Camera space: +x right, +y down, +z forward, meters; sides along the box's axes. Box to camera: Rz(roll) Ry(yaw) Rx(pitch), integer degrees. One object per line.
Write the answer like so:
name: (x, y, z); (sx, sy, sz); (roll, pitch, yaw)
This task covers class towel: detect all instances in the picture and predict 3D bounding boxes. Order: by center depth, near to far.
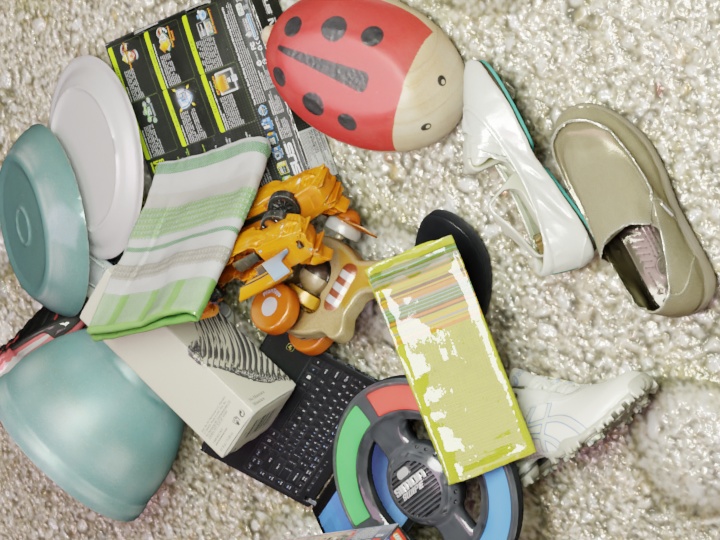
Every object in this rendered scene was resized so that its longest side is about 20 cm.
towel: (0.076, 0.076, 1.456); (0.086, 0.018, 0.201); (-23, 84, 19)
towel: (-0.165, -0.031, 1.541); (0.149, 0.201, 0.031); (-14, 133, 40)

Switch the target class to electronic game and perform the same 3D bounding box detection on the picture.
electronic game: (0.057, 0.190, 1.521); (0.199, 0.042, 0.202); (13, 112, 34)

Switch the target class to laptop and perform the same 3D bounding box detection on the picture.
laptop: (-0.043, 0.184, 1.621); (0.199, 0.104, 0.178); (29, 122, -6)

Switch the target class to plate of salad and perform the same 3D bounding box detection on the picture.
plate of salad: (-0.256, -0.112, 1.686); (0.199, 0.048, 0.202); (15, 109, 51)

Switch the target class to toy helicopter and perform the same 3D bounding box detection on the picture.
toy helicopter: (0.000, 0.000, 1.535); (0.199, 0.079, 0.133); (-4, 68, 34)

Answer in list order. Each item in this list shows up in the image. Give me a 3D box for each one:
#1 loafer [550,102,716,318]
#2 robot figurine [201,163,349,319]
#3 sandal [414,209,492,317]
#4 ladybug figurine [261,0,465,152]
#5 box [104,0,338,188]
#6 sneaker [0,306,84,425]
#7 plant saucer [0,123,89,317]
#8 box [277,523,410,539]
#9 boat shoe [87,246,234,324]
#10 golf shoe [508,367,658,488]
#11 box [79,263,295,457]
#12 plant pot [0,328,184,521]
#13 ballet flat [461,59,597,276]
loafer: (0.219, -0.048, 1.396); (0.076, 0.068, 0.201); (-38, 82, 36)
robot figurine: (-0.107, -0.017, 1.550); (0.199, 0.145, 0.058); (-25, 120, 33)
sandal: (0.075, 0.046, 1.539); (0.076, 0.043, 0.202); (12, 111, 32)
ladybug figurine: (-0.004, -0.174, 1.492); (0.199, 0.072, 0.137); (20, 107, 19)
box: (-0.135, -0.152, 1.621); (0.192, 0.047, 0.201); (-16, 96, 39)
sneaker: (-0.345, 0.103, 1.844); (0.087, 0.074, 0.200); (43, 123, -15)
plant saucer: (-0.330, -0.048, 1.741); (0.200, 0.036, 0.202); (32, 128, 53)
box: (0.003, 0.306, 1.580); (0.199, 0.040, 0.137); (-18, 111, 52)
boat shoe: (-0.211, 0.010, 1.705); (0.200, 0.070, 0.072); (21, 126, 31)
golf shoe: (0.165, 0.122, 1.486); (0.200, 0.078, 0.098); (-36, 77, 35)
box: (-0.163, 0.076, 1.608); (0.200, 0.082, 0.069); (42, 122, 12)
plant pot: (-0.253, 0.135, 1.718); (0.134, 0.200, 0.200); (-46, 76, 7)
ballet flat: (0.127, -0.083, 1.441); (0.069, 0.069, 0.201); (-33, 87, 37)
